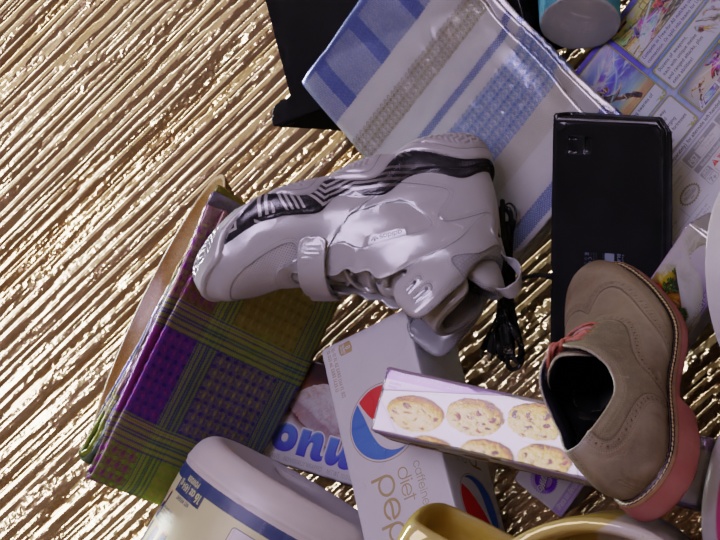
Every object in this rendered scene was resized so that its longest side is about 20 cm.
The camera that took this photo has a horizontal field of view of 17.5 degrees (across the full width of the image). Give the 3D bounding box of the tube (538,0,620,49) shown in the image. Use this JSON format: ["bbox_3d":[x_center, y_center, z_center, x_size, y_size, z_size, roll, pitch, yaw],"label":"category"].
[{"bbox_3d":[0.139,-0.234,1.516,0.050,0.077,0.201,130,149,-48],"label":"tube"}]

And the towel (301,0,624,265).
[{"bbox_3d":[0.065,-0.104,1.477,0.200,0.024,0.147,47,116,19],"label":"towel"}]

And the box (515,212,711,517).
[{"bbox_3d":[0.162,0.057,1.383,0.039,0.041,0.200,39,115,16],"label":"box"}]

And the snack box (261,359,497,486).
[{"bbox_3d":[0.004,0.106,1.527,0.199,0.024,0.072,13,81,38],"label":"snack box"}]

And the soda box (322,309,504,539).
[{"bbox_3d":[0.037,0.130,1.438,0.068,0.064,0.201,-26,60,24],"label":"soda box"}]

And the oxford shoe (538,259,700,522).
[{"bbox_3d":[0.135,0.048,1.287,0.070,0.075,0.200,-47,25,22],"label":"oxford shoe"}]

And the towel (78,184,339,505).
[{"bbox_3d":[-0.091,0.058,1.506,0.023,0.143,0.201,25,88,44],"label":"towel"}]

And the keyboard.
[{"bbox_3d":[0.132,0.004,1.426,0.127,0.021,0.201,5,100,29],"label":"keyboard"}]

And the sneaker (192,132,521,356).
[{"bbox_3d":[0.000,0.000,1.420,0.199,0.075,0.115,-22,61,3],"label":"sneaker"}]

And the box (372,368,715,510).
[{"bbox_3d":[0.106,0.097,1.357,0.199,0.039,0.042,12,82,19],"label":"box"}]

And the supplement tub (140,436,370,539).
[{"bbox_3d":[-0.086,0.222,1.467,0.145,0.145,0.201,30,90,39],"label":"supplement tub"}]

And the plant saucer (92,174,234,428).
[{"bbox_3d":[-0.123,0.032,1.588,0.201,0.035,0.200,-60,12,21],"label":"plant saucer"}]

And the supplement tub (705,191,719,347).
[{"bbox_3d":[0.304,-0.001,1.277,0.199,0.145,0.146,-3,70,35],"label":"supplement tub"}]

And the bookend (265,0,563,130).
[{"bbox_3d":[0.021,-0.217,1.562,0.199,0.092,0.200,-19,82,28],"label":"bookend"}]

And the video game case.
[{"bbox_3d":[0.218,-0.097,1.440,0.200,0.045,0.181,-52,52,9],"label":"video game case"}]

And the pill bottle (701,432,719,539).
[{"bbox_3d":[0.294,0.133,1.251,0.199,0.113,0.114,6,75,37],"label":"pill bottle"}]

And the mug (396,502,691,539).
[{"bbox_3d":[0.129,0.183,1.299,0.149,0.153,0.187,-32,87,14],"label":"mug"}]
